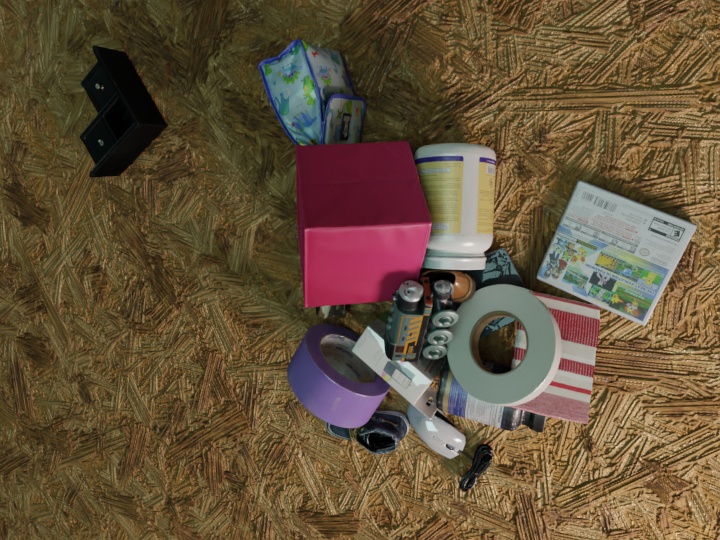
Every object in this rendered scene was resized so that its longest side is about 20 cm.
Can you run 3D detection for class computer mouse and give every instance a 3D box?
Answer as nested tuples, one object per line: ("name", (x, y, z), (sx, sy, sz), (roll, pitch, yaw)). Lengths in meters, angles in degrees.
("computer mouse", (0.170, 0.346, 1.113), (0.199, 0.044, 0.111), (39, 114, 11))

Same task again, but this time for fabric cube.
("fabric cube", (-0.008, -0.079, 0.936), (0.193, 0.204, 0.199), (-4, 142, -8))

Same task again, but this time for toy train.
("toy train", (0.101, 0.089, 0.950), (0.111, 0.087, 0.202), (0, 141, -4))

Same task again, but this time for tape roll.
("tape roll", (-0.041, 0.204, 1.086), (0.198, 0.199, 0.086), (37, 112, 11))
("tape roll", (0.242, 0.126, 0.943), (0.199, 0.037, 0.209), (-12, 69, 34))

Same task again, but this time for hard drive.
("hard drive", (0.213, 0.054, 1.033), (0.197, 0.042, 0.137), (-29, 89, 25))

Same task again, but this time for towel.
("towel", (0.334, 0.148, 0.952), (0.140, 0.023, 0.205), (12, 80, 2))

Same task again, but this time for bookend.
("bookend", (-0.576, -0.356, 1.253), (0.197, 0.092, 0.203), (-32, 87, 25))

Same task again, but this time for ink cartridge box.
("ink cartridge box", (0.091, 0.180, 1.071), (0.199, 0.117, 0.068), (40, 111, 10))

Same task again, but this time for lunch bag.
("lunch bag", (-0.073, -0.299, 1.011), (0.125, 0.169, 0.205), (-17, 94, 28))

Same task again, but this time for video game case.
("video game case", (0.428, -0.031, 0.937), (0.196, 0.022, 0.186), (25, 109, 16))

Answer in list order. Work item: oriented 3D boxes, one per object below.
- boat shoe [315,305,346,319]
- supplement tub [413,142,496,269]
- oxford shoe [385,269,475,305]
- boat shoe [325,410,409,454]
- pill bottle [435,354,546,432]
("boat shoe", (-0.035, -0.001, 1.123), (0.073, 0.075, 0.208), (12, 102, -14))
("supplement tub", (0.160, -0.108, 0.953), (0.142, 0.145, 0.206), (3, 94, 22))
("oxford shoe", (0.110, 0.025, 1.015), (0.196, 0.071, 0.073), (-10, 67, 39))
("boat shoe", (0.001, 0.335, 1.156), (0.195, 0.091, 0.073), (-8, 98, 24))
("pill bottle", (0.246, 0.229, 1.019), (0.195, 0.112, 0.115), (12, 106, 19))
